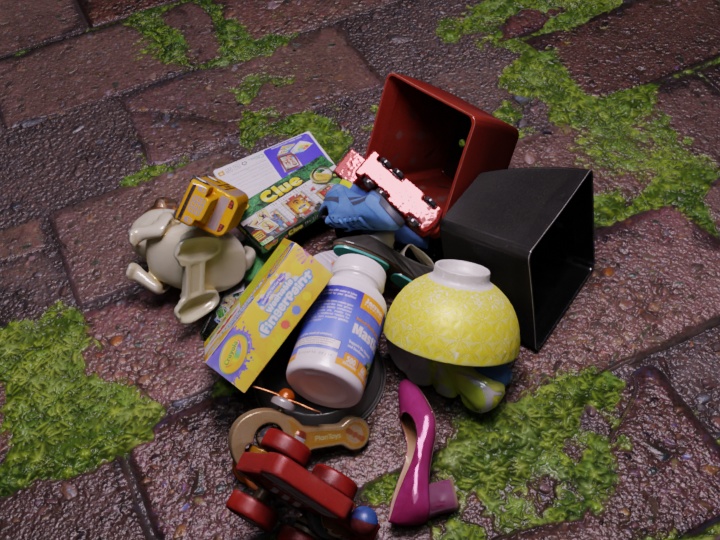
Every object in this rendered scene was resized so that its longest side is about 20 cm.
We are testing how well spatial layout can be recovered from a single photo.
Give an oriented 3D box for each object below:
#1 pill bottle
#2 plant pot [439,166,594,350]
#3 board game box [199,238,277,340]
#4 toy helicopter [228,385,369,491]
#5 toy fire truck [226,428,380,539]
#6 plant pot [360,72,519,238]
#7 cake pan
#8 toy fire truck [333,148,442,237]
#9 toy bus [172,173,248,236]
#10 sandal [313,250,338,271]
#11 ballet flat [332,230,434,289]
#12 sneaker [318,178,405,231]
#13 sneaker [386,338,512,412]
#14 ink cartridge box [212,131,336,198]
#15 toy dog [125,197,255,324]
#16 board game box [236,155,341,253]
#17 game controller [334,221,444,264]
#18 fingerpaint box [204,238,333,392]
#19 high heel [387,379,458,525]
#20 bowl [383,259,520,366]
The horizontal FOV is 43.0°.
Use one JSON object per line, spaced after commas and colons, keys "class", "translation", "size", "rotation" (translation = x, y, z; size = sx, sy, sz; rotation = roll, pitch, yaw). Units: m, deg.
{"class": "pill bottle", "translation": [-0.025, 0.080, 1.286], "size": [0.110, 0.113, 0.202], "rotation": [10, 56, 13]}
{"class": "plant pot", "translation": [0.232, -0.040, 1.384], "size": [0.176, 0.201, 0.200], "rotation": [21, 54, 32]}
{"class": "board game box", "translation": [-0.168, 0.037, 1.452], "size": [0.103, 0.024, 0.202], "rotation": [10, 52, 16]}
{"class": "toy helicopter", "translation": [-0.082, 0.218, 1.239], "size": [0.197, 0.079, 0.135], "rotation": [-3, 88, -21]}
{"class": "toy fire truck", "translation": [-0.058, 0.281, 1.109], "size": [0.199, 0.167, 0.113], "rotation": [39, 68, -19]}
{"class": "plant pot", "translation": [0.143, -0.191, 1.495], "size": [0.175, 0.203, 0.199], "rotation": [-8, 34, -43]}
{"class": "cake pan", "translation": [-0.061, 0.147, 1.340], "size": [0.196, 0.037, 0.202], "rotation": [-2, 49, 3]}
{"class": "toy fire truck", "translation": [0.042, -0.121, 1.416], "size": [0.199, 0.141, 0.049], "rotation": [42, 85, 10]}
{"class": "toy bus", "translation": [-0.220, -0.097, 1.366], "size": [0.077, 0.200, 0.066], "rotation": [28, 96, -4]}
{"class": "sandal", "translation": [0.005, 0.005, 1.447], "size": [0.204, 0.060, 0.079], "rotation": [-12, 44, -35]}
{"class": "ballet flat", "translation": [0.049, -0.016, 1.390], "size": [0.198, 0.068, 0.069], "rotation": [29, 64, -19]}
{"class": "sneaker", "translation": [-0.002, -0.081, 1.379], "size": [0.079, 0.066, 0.200], "rotation": [-46, 30, -8]}
{"class": "sneaker", "translation": [0.134, 0.130, 1.330], "size": [0.199, 0.077, 0.104], "rotation": [34, 41, 29]}
{"class": "ink cartridge box", "translation": [-0.130, -0.138, 1.584], "size": [0.196, 0.044, 0.201], "rotation": [-24, 51, -16]}
{"class": "toy dog", "translation": [-0.283, -0.041, 1.442], "size": [0.193, 0.141, 0.199], "rotation": [-29, 42, -36]}
{"class": "board game box", "translation": [-0.110, -0.113, 1.508], "size": [0.199, 0.024, 0.104], "rotation": [-35, 52, -22]}
{"class": "game controller", "translation": [0.058, -0.059, 1.465], "size": [0.197, 0.043, 0.105], "rotation": [13, 30, 3]}
{"class": "fingerpaint box", "translation": [-0.133, 0.058, 1.290], "size": [0.073, 0.167, 0.201], "rotation": [38, 86, -11]}
{"class": "high heel", "translation": [0.059, 0.239, 1.228], "size": [0.095, 0.068, 0.202], "rotation": [-7, 52, -16]}
{"class": "bowl", "translation": [0.135, 0.048, 1.282], "size": [0.196, 0.110, 0.200], "rotation": [8, 16, -2]}
